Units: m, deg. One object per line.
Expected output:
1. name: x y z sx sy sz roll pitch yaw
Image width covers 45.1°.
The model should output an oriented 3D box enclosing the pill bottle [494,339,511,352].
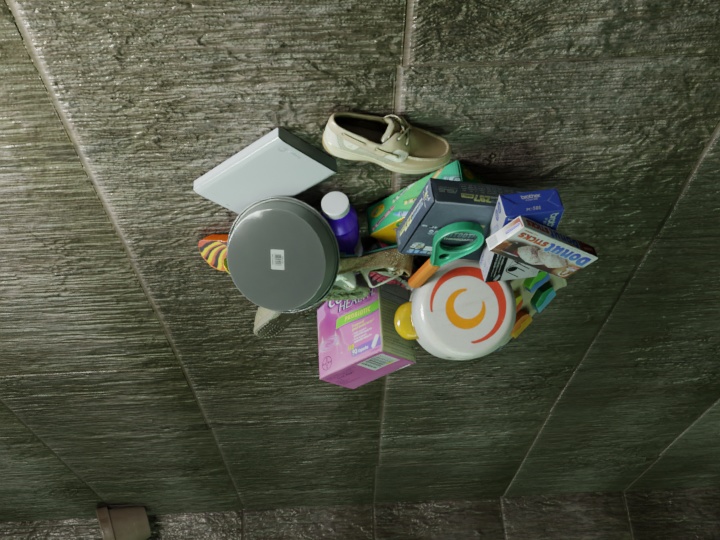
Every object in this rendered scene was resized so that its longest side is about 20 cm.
1. pill bottle: 0.230 0.095 1.813 0.106 0.107 0.200 -24 145 33

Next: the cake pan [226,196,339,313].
1. cake pan: -0.134 -0.021 1.434 0.200 0.201 0.037 -13 -170 17

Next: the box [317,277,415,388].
1. box: 0.007 0.106 1.710 0.097 0.201 0.176 23 143 -39

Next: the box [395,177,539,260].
1. box: 0.177 -0.079 1.422 0.199 0.051 0.158 4 147 -20

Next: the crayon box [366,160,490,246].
1. crayon box: 0.124 -0.101 1.487 0.200 0.058 0.119 -26 145 33

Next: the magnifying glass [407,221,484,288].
1. magnifying glass: 0.135 -0.023 1.440 0.079 0.022 0.200 8 151 -24

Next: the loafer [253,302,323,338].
1. loafer: -0.145 0.060 1.754 0.200 0.068 0.076 -35 143 20

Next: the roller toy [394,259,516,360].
1. roller toy: 0.180 0.074 1.580 0.182 0.200 0.140 38 171 1

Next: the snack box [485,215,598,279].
1. snack box: 0.288 -0.034 1.365 0.200 0.024 0.072 17 138 -40

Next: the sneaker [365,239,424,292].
1. sneaker: 0.091 -0.007 1.647 0.200 0.081 0.075 14 118 -42

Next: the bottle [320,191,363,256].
1. bottle: -0.034 -0.064 1.514 0.065 0.084 0.200 -5 152 3

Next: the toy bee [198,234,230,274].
1. toy bee: -0.189 -0.021 1.529 0.200 0.109 0.131 -2 -161 45

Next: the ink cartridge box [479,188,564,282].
1. ink cartridge box: 0.254 -0.052 1.392 0.094 0.044 0.200 -7 150 -7

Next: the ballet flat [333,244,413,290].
1. ballet flat: 0.000 0.000 1.480 0.199 0.065 0.071 -10 173 -12

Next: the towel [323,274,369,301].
1. towel: -0.084 0.016 1.618 0.199 0.148 0.037 -1 114 -2

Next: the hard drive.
1. hard drive: -0.155 -0.152 1.402 0.200 0.026 0.132 -25 145 35

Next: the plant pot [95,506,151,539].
1. plant pot: -0.876 0.958 3.228 0.174 0.201 0.200 -14 155 -19

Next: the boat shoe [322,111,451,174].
1. boat shoe: 0.046 -0.196 1.298 0.199 0.072 0.065 9 151 -10

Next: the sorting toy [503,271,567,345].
1. sorting toy: 0.329 0.058 1.734 0.200 0.036 0.185 -42 147 -3
